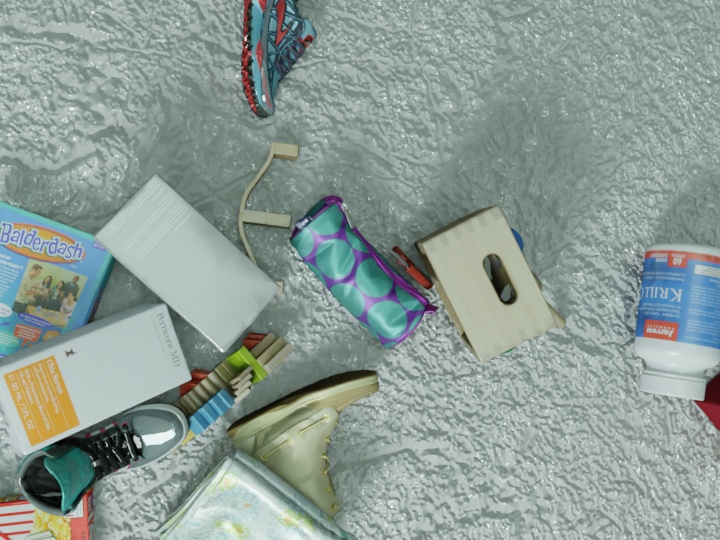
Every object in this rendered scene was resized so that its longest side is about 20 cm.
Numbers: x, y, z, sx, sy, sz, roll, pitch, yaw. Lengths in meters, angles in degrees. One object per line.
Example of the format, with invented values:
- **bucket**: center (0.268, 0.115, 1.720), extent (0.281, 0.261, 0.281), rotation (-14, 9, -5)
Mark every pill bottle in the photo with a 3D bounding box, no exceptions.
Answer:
- **pill bottle**: center (0.433, 0.069, 1.029), extent (0.112, 0.112, 0.201), rotation (9, 85, -10)

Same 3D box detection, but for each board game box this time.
- **board game box**: center (-0.397, 0.035, 0.913), extent (0.152, 0.045, 0.201), rotation (21, 84, -9)
- **board game box**: center (-0.416, 0.344, 0.894), extent (0.199, 0.046, 0.152), rotation (-4, 88, -10)

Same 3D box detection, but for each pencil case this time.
- **pencil case**: center (0.000, 0.000, 0.966), extent (0.092, 0.085, 0.200), rotation (-39, 97, 30)

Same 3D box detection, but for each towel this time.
- **towel**: center (-0.128, 0.327, 0.911), extent (0.200, 0.048, 0.171), rotation (39, 111, -6)

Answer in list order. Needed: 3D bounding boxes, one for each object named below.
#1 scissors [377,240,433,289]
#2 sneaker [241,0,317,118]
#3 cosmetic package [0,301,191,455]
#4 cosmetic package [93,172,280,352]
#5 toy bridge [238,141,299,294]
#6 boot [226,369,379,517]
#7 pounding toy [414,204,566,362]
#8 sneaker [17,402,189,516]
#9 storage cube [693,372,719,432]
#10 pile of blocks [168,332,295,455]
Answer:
- **scissors**: center (0.058, -0.007, 0.928), extent (0.014, 0.200, 0.073), rotation (-41, 83, 4)
- **sneaker**: center (-0.101, -0.293, 0.967), extent (0.095, 0.079, 0.201), rotation (3, 87, -12)
- **cosmetic package**: center (-0.309, 0.117, 0.873), extent (0.200, 0.071, 0.102), rotation (-24, 102, -33)
- **cosmetic package**: center (-0.202, -0.008, 0.897), extent (0.200, 0.090, 0.107), rotation (46, 79, -13)
- **toy bridge**: center (-0.123, -0.065, 0.977), extent (0.067, 0.027, 0.201), rotation (7, 86, -8)
- **boot**: center (-0.047, 0.224, 0.954), extent (0.199, 0.073, 0.156), rotation (-24, 91, -9)
- **pounding toy**: center (0.177, 0.022, 0.963), extent (0.142, 0.184, 0.201), rotation (-27, 92, 2)
- **sneaker**: center (-0.300, 0.213, 0.859), extent (0.199, 0.121, 0.084), rotation (-20, 98, 6)
- **storage cube**: center (0.605, 0.191, 1.021), extent (0.200, 0.180, 0.171), rotation (-39, 94, -11)
- **pile of blocks**: center (-0.176, 0.138, 0.930), extent (0.200, 0.082, 0.062), rotation (-42, 95, -9)
